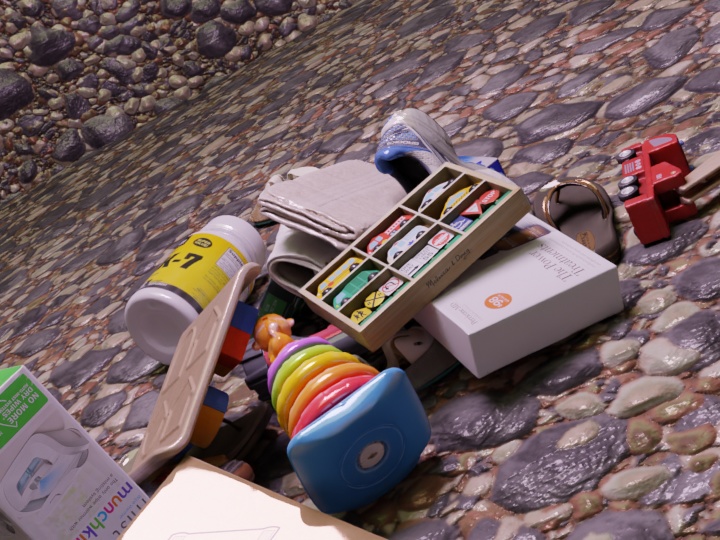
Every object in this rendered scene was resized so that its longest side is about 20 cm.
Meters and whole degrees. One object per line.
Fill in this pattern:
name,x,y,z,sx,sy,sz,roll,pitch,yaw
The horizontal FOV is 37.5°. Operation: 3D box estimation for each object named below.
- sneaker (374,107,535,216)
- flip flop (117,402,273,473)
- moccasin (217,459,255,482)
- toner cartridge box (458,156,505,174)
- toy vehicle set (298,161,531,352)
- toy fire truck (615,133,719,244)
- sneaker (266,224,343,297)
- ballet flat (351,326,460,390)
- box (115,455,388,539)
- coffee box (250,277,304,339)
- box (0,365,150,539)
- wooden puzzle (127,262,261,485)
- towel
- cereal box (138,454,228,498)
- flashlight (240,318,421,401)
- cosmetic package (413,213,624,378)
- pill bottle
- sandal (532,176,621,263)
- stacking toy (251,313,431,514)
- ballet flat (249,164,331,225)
sneaker,0.093,-0.075,1.102,0.077,0.199,0.085,-51,5,46
flip flop,-0.175,0.173,1.064,0.199,0.058,0.081,-19,24,28
moccasin,-0.131,0.238,0.857,0.073,0.078,0.202,-34,20,33
toner cartridge box,0.079,-0.066,1.283,0.200,0.043,0.095,-39,24,-20
toy vehicle set,0.048,-0.018,0.979,0.200,0.027,0.124,-41,31,-14
toy fire truck,0.319,-0.085,1.006,0.140,0.049,0.200,-21,23,22
sneaker,0.000,0.000,1.125,0.198,0.074,0.116,12,40,6
ballet flat,0.024,0.093,0.976,0.199,0.064,0.067,-37,22,-16
box,-0.097,0.230,0.776,0.199,0.021,0.164,16,45,27
coffee box,-0.066,-0.004,1.251,0.123,0.044,0.200,-62,-2,40
box,-0.292,0.180,0.923,0.097,0.177,0.199,-48,19,-30
wooden puzzle,-0.152,0.108,0.978,0.185,0.046,0.201,-40,24,56
towel,-0.006,-0.070,1.124,0.132,0.035,0.200,24,28,27
cereal box,-0.207,0.255,0.948,0.143,0.040,0.200,-17,25,33
flashlight,-0.028,0.067,1.098,0.199,0.068,0.068,-27,10,10
cosmetic package,0.122,0.009,0.980,0.150,0.052,0.200,-25,29,-13
pill bottle,-0.205,0.020,1.363,0.114,0.115,0.200,-15,26,33
sandal,0.213,-0.058,1.074,0.081,0.055,0.200,-24,23,16
stacking toy,-0.041,0.098,0.902,0.116,0.110,0.200,-35,44,-12
ballet flat,-0.102,-0.121,1.604,0.199,0.066,0.071,-14,26,36
